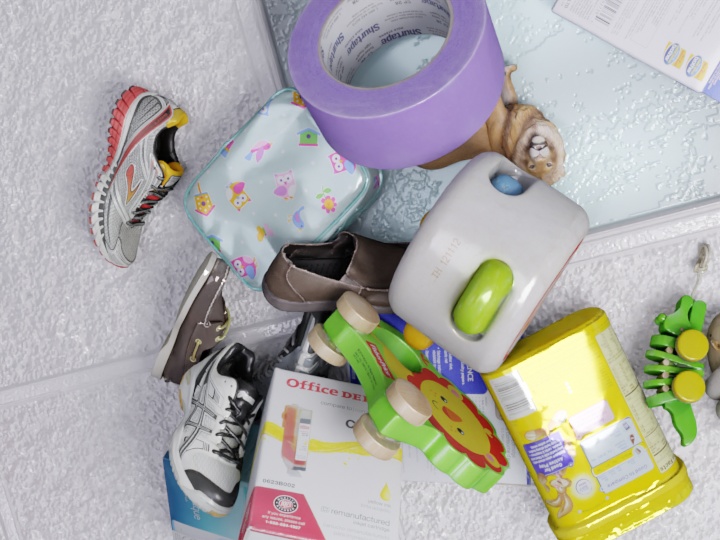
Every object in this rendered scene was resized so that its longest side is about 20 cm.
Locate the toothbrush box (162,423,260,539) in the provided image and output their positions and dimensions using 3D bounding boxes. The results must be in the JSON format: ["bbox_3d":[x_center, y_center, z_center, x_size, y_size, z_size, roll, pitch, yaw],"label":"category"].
[{"bbox_3d":[-0.106,0.252,1.235,0.198,0.086,0.148,13,130,13],"label":"toothbrush box"}]

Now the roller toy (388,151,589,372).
[{"bbox_3d":[0.116,-0.011,1.069,0.139,0.200,0.183,34,71,10],"label":"roller toy"}]

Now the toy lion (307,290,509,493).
[{"bbox_3d":[0.060,0.128,1.113,0.069,0.191,0.201,-48,46,18],"label":"toy lion"}]

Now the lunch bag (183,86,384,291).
[{"bbox_3d":[-0.081,-0.081,1.204,0.200,0.077,0.161,-44,86,19],"label":"lunch bag"}]

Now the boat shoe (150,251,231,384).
[{"bbox_3d":[-0.175,0.060,1.237,0.059,0.072,0.201,26,130,-5],"label":"boat shoe"}]

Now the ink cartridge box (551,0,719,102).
[{"bbox_3d":[0.298,-0.255,1.077,0.199,0.042,0.120,32,107,12],"label":"ink cartridge box"}]

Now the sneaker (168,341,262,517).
[{"bbox_3d":[-0.142,0.153,1.153,0.087,0.201,0.075,-39,127,24],"label":"sneaker"}]

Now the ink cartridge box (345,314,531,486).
[{"bbox_3d":[0.083,0.128,1.207,0.198,0.047,0.200,-1,98,15],"label":"ink cartridge box"}]

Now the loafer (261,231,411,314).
[{"bbox_3d":[0.000,0.000,1.151,0.198,0.074,0.071,-7,142,-17],"label":"loafer"}]

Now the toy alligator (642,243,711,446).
[{"bbox_3d":[0.306,0.068,1.095,0.054,0.059,0.202,8,77,4],"label":"toy alligator"}]

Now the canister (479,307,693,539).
[{"bbox_3d":[0.222,0.156,1.122,0.147,0.087,0.202,-27,96,1],"label":"canister"}]

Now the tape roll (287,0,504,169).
[{"bbox_3d":[0.035,-0.204,1.088,0.198,0.085,0.202,-10,59,16],"label":"tape roll"}]

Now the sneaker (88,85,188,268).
[{"bbox_3d":[-0.245,-0.098,1.251,0.081,0.078,0.202,17,104,12],"label":"sneaker"}]

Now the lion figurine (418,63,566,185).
[{"bbox_3d":[0.109,-0.138,1.146,0.198,0.072,0.124,-4,102,29],"label":"lion figurine"}]

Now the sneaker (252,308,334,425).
[{"bbox_3d":[-0.092,0.101,1.227,0.115,0.075,0.202,22,118,19],"label":"sneaker"}]

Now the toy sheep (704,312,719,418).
[{"bbox_3d":[0.404,0.118,1.061,0.138,0.137,0.200,-48,66,18],"label":"toy sheep"}]

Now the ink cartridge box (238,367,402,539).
[{"bbox_3d":[-0.036,0.205,1.107,0.143,0.201,0.084,12,132,-6],"label":"ink cartridge box"}]
